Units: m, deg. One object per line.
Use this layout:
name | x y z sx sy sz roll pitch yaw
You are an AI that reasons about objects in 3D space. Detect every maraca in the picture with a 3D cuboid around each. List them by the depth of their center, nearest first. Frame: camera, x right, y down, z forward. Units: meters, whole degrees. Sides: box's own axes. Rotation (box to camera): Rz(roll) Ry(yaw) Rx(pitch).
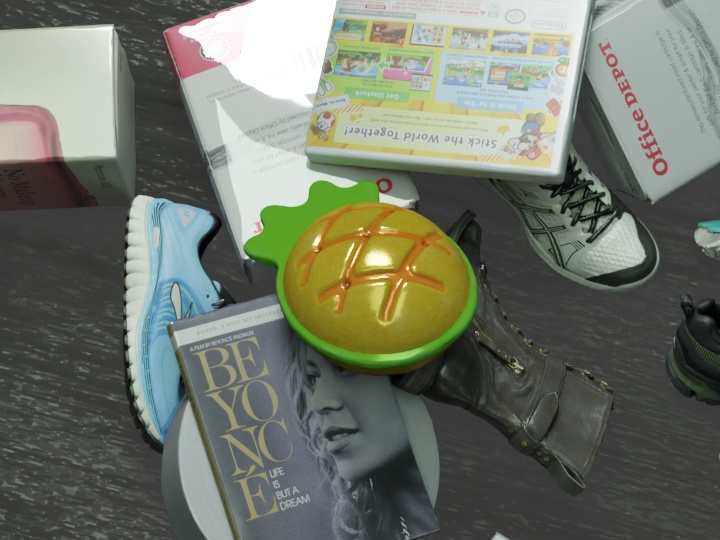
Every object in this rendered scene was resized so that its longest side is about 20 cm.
maraca | 0.000 0.000 1.503 0.136 0.108 0.200 -25 46 -21

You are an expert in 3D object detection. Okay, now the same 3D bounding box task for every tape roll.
tape roll | -0.045 0.145 1.548 0.199 0.066 0.202 6 71 -17

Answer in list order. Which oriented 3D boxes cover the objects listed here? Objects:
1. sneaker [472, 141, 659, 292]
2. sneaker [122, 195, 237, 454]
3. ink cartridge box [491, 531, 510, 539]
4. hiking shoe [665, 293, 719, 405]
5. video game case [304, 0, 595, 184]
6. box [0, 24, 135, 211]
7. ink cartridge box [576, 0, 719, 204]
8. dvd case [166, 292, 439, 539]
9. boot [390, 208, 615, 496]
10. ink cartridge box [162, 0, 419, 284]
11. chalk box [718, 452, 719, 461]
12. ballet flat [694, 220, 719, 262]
sneaker | 0.148 -0.061 1.618 0.200 0.088 0.076 41 78 8
sneaker | -0.136 0.041 1.601 0.089 0.078 0.202 1 78 -7
ink cartridge box | 0.132 0.329 1.541 0.199 0.041 0.201 31 78 8
hiking shoe | 0.331 0.056 1.570 0.198 0.101 0.076 0 52 1
video game case | 0.069 -0.160 1.566 0.198 0.023 0.184 6 73 18
box | -0.277 -0.113 1.614 0.198 0.128 0.110 -3 76 0
ink cartridge box | 0.261 -0.166 1.620 0.199 0.084 0.146 -30 104 -7
dvd case | -0.041 0.113 1.515 0.148 0.016 0.201 -14 77 -22
boot | 0.116 0.063 1.594 0.173 0.069 0.201 28 47 -12
ink cartridge box | -0.053 -0.108 1.633 0.145 0.083 0.201 -19 76 -4
chalk box | 0.351 0.188 1.532 0.125 0.124 0.200 -40 79 -10
ballet flat | 0.357 -0.006 1.615 0.198 0.072 0.072 -1 75 1
